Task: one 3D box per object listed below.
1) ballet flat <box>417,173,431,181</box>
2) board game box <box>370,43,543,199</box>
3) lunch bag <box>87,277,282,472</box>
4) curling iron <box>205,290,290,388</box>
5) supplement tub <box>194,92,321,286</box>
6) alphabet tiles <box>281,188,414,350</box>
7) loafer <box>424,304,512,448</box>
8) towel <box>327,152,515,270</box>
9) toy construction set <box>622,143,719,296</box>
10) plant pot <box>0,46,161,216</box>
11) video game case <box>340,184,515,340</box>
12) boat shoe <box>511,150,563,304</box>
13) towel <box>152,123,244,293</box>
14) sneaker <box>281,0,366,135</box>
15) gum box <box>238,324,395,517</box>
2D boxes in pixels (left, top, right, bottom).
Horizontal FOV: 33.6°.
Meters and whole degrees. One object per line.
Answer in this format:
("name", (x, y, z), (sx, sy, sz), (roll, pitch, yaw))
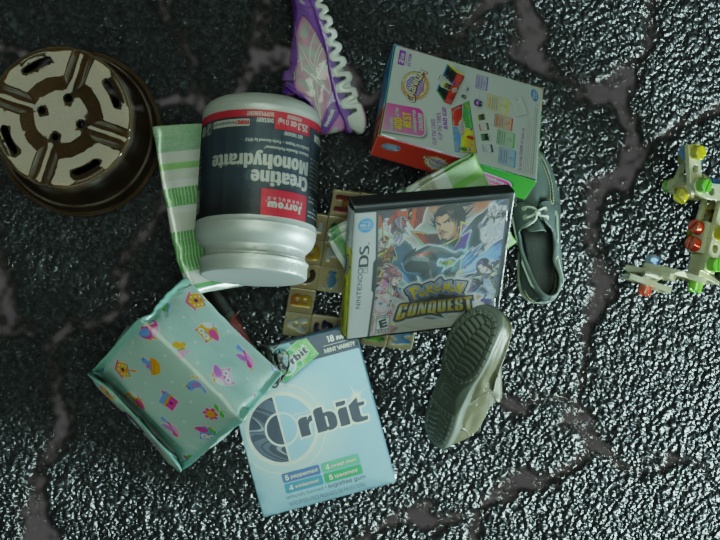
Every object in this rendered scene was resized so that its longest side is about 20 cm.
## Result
("ballet flat", (0.070, -0.075, 1.480), (0.199, 0.067, 0.064), (-29, 62, 4))
("board game box", (0.120, -0.183, 1.453), (0.199, 0.040, 0.154), (16, 55, -7))
("lunch bag", (-0.220, 0.135, 1.394), (0.170, 0.122, 0.200), (46, 129, -5))
("curling iron", (-0.148, 0.058, 1.437), (0.200, 0.025, 0.050), (51, 119, 21))
("supplement tub", (-0.117, -0.090, 1.366), (0.139, 0.140, 0.202), (3, 80, -7))
("alphabet tiles", (0.000, 0.000, 1.455), (0.166, 0.008, 0.201), (7, 114, -7))
("loafer", (0.139, 0.127, 1.466), (0.069, 0.075, 0.201), (-2, 126, -37))
("towel", (0.073, -0.039, 1.421), (0.199, 0.031, 0.150), (-29, 125, 0))
("toy construction set", (0.418, -0.051, 1.506), (0.131, 0.092, 0.201), (20, 97, -32))
("plant pot", (-0.328, -0.162, 1.354), (0.199, 0.198, 0.202), (0, 92, -7))
("video game case", (0.077, -0.009, 1.407), (0.198, 0.026, 0.182), (-6, 121, -16))
("boat shoe", (0.224, -0.058, 1.496), (0.072, 0.062, 0.202), (-5, 92, -7))
("towel", (-0.165, -0.078, 1.429), (0.152, 0.023, 0.202), (-11, 92, -39))
("sneaker", (-0.061, -0.251, 1.450), (0.088, 0.080, 0.201), (-19, 94, 1))
("gum box", (-0.063, 0.182, 1.464), (0.169, 0.045, 0.201), (-14, 92, 0))
